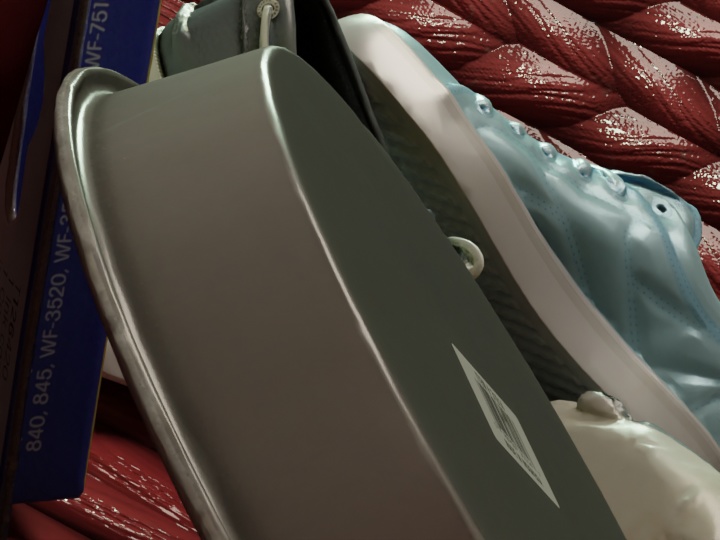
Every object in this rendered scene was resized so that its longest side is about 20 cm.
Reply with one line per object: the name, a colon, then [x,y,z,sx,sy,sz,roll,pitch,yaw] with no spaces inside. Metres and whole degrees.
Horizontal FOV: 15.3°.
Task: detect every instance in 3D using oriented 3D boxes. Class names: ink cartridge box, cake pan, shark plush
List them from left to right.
ink cartridge box: [-0.076,-0.056,0.597,0.047,0.198,0.200,3,17,-27]
cake pan: [0.013,0.041,0.494,0.200,0.037,0.200,57,9,-14]
shark plush: [0.070,0.087,0.801,0.200,0.091,0.083,19,-24,36]

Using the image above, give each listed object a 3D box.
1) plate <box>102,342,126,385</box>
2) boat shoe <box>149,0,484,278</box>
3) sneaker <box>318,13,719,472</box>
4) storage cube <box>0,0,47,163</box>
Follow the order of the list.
plate: [-0.080,-0.027,0.825,0.200,0.032,0.200,48,9,28]
boat shoe: [0.000,0.000,0.770,0.200,0.062,0.073,62,17,20]
sneaker: [0.061,-0.009,0.854,0.200,0.082,0.074,52,-32,-9]
storage cube: [-0.158,-0.099,0.454,0.200,0.180,0.171,32,27,23]
